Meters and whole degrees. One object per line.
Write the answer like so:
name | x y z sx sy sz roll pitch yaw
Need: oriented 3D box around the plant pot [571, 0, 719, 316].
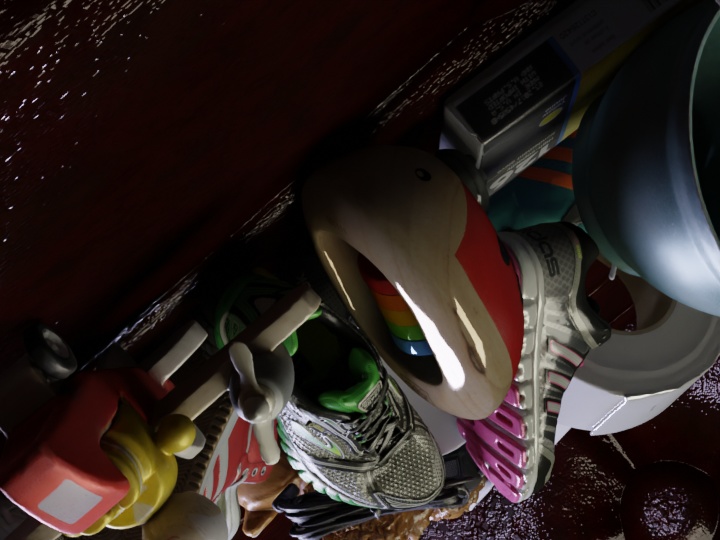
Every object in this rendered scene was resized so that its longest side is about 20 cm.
plant pot | 0.210 -0.062 1.374 0.134 0.202 0.200 -10 -164 48

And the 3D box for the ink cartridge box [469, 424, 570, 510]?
ink cartridge box | 0.119 0.077 1.809 0.066 0.202 0.116 1 161 -10

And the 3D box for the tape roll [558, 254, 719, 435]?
tape roll | 0.175 0.016 1.731 0.202 0.203 0.071 -32 169 -33

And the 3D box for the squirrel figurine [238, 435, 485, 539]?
squirrel figurine | -0.007 0.146 1.781 0.185 0.143 0.200 -6 -163 -12

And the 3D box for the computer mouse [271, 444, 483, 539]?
computer mouse | 0.017 0.146 1.550 0.139 0.046 0.200 -10 -172 9

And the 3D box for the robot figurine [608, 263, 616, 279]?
robot figurine | 0.224 -0.084 1.670 0.200 0.113 0.170 -49 -152 -1

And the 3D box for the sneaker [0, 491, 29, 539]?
sneaker | -0.193 0.143 1.378 0.099 0.078 0.200 -47 178 10

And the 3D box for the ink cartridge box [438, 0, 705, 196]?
ink cartridge box | 0.134 -0.119 1.436 0.197 0.047 0.200 -38 168 -8

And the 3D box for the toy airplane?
toy airplane | -0.117 0.099 1.209 0.199 0.141 0.200 -33 169 -32

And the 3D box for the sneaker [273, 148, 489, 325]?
sneaker | 0.000 0.000 1.393 0.090 0.067 0.200 -28 172 -47

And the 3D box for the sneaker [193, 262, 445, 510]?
sneaker | -0.012 0.079 1.334 0.085 0.200 0.078 19 -110 51

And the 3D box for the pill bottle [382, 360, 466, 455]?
pill bottle | 0.041 0.057 1.559 0.114 0.114 0.200 -40 -175 8

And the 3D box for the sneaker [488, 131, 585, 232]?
sneaker | 0.148 -0.068 1.601 0.200 0.080 0.071 -40 170 4

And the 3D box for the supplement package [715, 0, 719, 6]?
supplement package | 0.280 -0.212 1.224 0.199 0.151 0.152 -29 168 -44

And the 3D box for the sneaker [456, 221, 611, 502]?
sneaker | 0.110 0.052 1.413 0.087 0.074 0.201 -23 129 -28

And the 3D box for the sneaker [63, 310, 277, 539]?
sneaker | -0.110 0.128 1.384 0.201 0.071 0.113 -60 162 -16

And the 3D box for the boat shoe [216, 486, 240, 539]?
boat shoe | -0.124 0.156 1.667 0.064 0.075 0.202 -26 162 -27

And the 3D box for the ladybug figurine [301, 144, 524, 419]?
ladybug figurine | 0.037 0.003 1.296 0.072 0.135 0.201 -42 139 -16
